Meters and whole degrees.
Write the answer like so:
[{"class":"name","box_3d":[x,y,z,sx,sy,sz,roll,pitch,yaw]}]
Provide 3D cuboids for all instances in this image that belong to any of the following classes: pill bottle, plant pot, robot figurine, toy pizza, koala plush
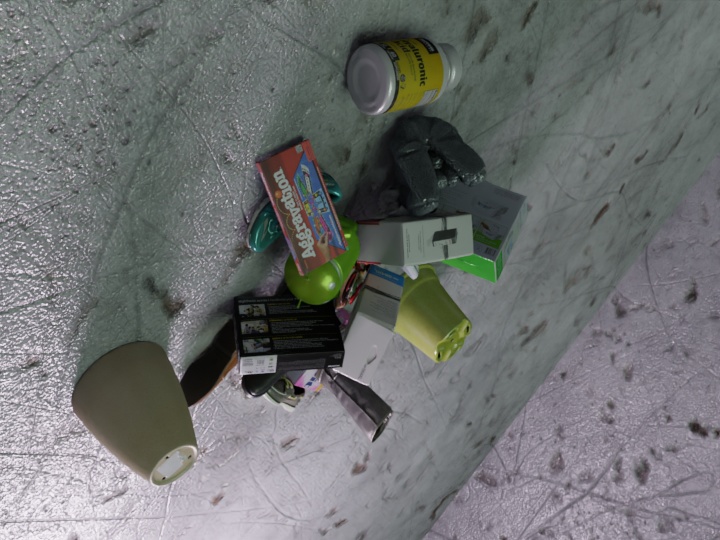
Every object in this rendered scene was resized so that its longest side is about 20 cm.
[{"class":"pill bottle","box_3d":[0.081,-0.335,1.232,0.197,0.111,0.113,-21,142,-39]},{"class":"plant pot","box_3d":[-0.369,0.263,1.247,0.185,0.200,0.190,-31,147,-23]},{"class":"robot figurine","box_3d":[-0.071,-0.021,1.350,0.202,0.113,0.178,-60,171,-45]},{"class":"toy pizza","box_3d":[0.000,0.000,1.517,0.203,0.031,0.201,-59,170,-17]},{"class":"koala plush","box_3d":[0.122,-0.188,1.443,0.174,0.186,0.201,-28,167,-18]},{"class":"plant pot","box_3d":[0.172,0.121,1.803,0.198,0.184,0.203,-32,147,-23]}]

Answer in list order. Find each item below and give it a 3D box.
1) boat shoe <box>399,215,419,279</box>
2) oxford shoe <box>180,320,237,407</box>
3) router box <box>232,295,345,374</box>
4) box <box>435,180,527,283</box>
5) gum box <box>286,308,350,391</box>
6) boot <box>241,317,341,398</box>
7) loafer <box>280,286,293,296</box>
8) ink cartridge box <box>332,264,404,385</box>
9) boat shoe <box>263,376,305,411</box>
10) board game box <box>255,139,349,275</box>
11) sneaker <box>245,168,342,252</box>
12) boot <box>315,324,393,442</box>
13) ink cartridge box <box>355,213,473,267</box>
[{"class":"boat shoe","box_3d":[0.107,-0.049,1.631,0.067,0.074,0.201,-43,150,-5]},{"class":"oxford shoe","box_3d":[-0.279,0.192,1.416,0.201,0.071,0.071,-48,155,-2]},{"class":"router box","box_3d":[-0.137,0.116,1.358,0.194,0.151,0.052,-1,134,-15]},{"class":"box","box_3d":[0.241,-0.101,1.579,0.179,0.196,0.097,-59,155,-21]},{"class":"gum box","box_3d":[-0.085,0.182,1.654,0.201,0.066,0.113,-51,148,5]},{"class":"boot","box_3d":[-0.143,0.169,1.482,0.199,0.066,0.165,-38,-178,37]},{"class":"loafer","box_3d":[-0.133,0.074,1.464,0.202,0.070,0.068,-54,149,10]},{"class":"ink cartridge box","box_3d":[0.019,0.104,1.446,0.201,0.082,0.149,-70,-177,-62]},{"class":"boat shoe","box_3d":[-0.180,0.267,1.628,0.060,0.072,0.202,-45,156,-3]},{"class":"board game box","box_3d":[-0.096,-0.107,1.232,0.101,0.019,0.205,-28,106,-25]},{"class":"sneaker","box_3d":[-0.118,-0.102,1.273,0.199,0.080,0.078,-40,149,-12]},{"class":"boot","box_3d":[-0.005,0.244,1.562,0.071,0.200,0.185,-15,137,-37]},{"class":"ink cartridge box","box_3d":[0.108,-0.064,1.424,0.196,0.142,0.087,-9,100,-39]}]
